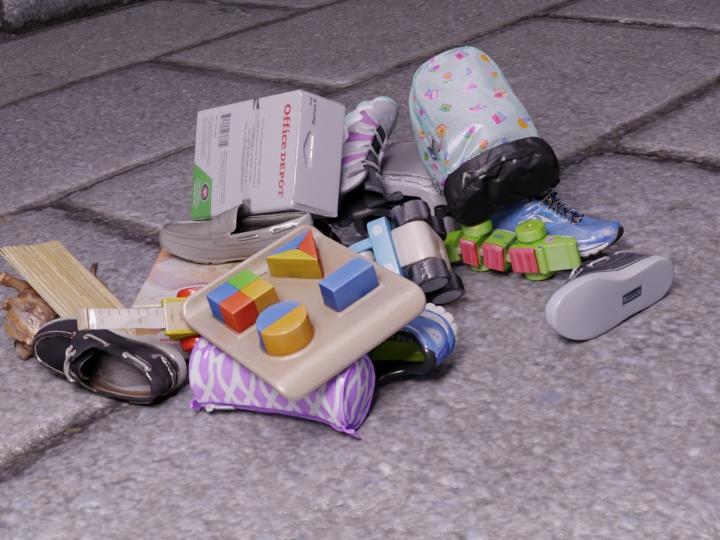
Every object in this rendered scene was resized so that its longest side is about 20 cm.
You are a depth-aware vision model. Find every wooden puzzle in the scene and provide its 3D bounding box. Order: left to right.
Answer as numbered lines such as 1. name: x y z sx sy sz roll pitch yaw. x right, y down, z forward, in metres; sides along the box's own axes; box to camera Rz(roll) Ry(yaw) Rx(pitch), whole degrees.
1. wooden puzzle: -0.062 0.027 1.151 0.185 0.047 0.199 -33 42 -25

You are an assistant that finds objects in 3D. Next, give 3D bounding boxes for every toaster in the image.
1. toaster: 0.071 -0.104 1.553 0.198 0.115 0.129 10 31 29

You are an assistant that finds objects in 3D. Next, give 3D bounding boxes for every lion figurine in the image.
1. lion figurine: -0.366 0.037 1.412 0.122 0.073 0.199 21 31 31

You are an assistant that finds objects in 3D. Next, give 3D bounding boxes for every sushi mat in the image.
1. sushi mat: -0.343 0.028 1.369 0.200 0.012 0.095 40 25 25

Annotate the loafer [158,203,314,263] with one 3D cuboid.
1. loafer: -0.146 -0.047 1.355 0.198 0.070 0.070 3 26 12

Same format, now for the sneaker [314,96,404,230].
1. sneaker: 0.014 -0.129 1.461 0.139 0.078 0.200 29 75 42

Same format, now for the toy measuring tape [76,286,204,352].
1. toy measuring tape: -0.210 0.054 1.216 0.198 0.074 0.073 -1 19 -29

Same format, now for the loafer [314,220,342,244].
1. loafer: -0.053 -0.041 1.503 0.062 0.073 0.200 -11 21 -17

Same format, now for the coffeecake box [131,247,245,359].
1. coffeecake box: -0.175 0.028 1.371 0.152 0.074 0.200 -2 25 4

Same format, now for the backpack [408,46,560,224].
1. backpack: 0.142 -0.175 1.416 0.165 0.127 0.201 -20 59 -10

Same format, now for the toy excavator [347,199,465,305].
1. toy excavator: 0.000 0.000 1.314 0.198 0.101 0.194 -22 -21 13

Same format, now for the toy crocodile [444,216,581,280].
1. toy crocodile: 0.177 -0.024 1.404 0.198 0.068 0.062 8 34 34

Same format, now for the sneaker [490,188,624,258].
1. sneaker: 0.234 -0.066 1.441 0.198 0.090 0.078 9 18 29

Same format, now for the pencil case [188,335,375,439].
1. pencil case: -0.084 0.113 1.158 0.198 0.084 0.086 4 64 27

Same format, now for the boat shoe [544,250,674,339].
1. boat shoe: 0.265 0.019 1.277 0.199 0.072 0.068 -21 30 -35

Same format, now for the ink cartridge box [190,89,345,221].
1. ink cartridge box: -0.118 -0.135 1.433 0.199 0.148 0.084 -2 -8 44

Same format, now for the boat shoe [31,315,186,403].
1. boat shoe: -0.288 0.102 1.250 0.198 0.075 0.060 14 25 22

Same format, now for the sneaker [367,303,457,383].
1. sneaker: -0.002 0.071 1.209 0.198 0.079 0.089 2 23 19
